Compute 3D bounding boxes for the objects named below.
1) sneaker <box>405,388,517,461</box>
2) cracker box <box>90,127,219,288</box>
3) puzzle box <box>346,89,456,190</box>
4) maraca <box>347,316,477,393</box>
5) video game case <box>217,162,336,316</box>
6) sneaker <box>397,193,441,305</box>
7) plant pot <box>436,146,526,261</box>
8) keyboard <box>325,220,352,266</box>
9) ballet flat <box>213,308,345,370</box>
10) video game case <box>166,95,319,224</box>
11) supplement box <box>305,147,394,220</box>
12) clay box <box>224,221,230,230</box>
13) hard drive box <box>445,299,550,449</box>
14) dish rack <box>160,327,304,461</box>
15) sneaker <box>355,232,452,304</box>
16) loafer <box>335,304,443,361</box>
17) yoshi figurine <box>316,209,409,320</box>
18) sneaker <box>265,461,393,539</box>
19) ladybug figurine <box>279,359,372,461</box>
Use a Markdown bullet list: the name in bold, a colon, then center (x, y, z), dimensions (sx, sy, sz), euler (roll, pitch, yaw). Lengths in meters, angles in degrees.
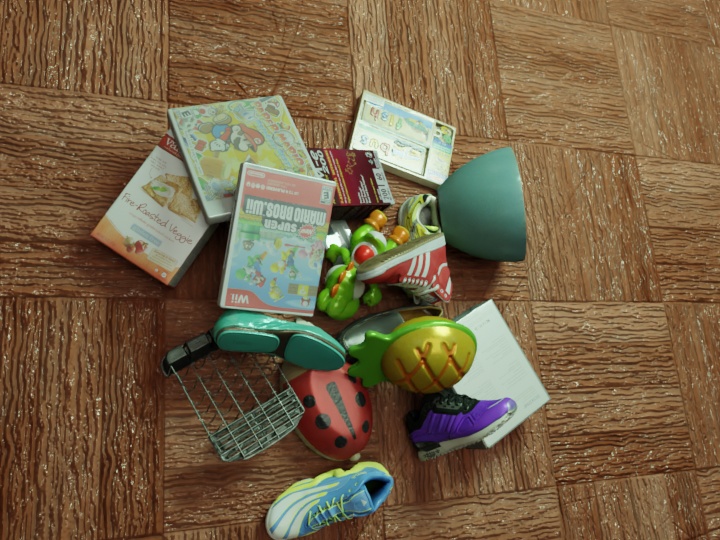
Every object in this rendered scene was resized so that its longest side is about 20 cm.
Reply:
- **sneaker**: center (0.144, 0.222, 0.947), dimensions (0.069, 0.200, 0.100), euler (-12, 71, -52)
- **cracker box**: center (-0.283, -0.093, 0.914), dimensions (0.134, 0.058, 0.200), euler (33, 79, -2)
- **puzzle box**: center (0.078, -0.241, 1.138), dimensions (0.199, 0.025, 0.134), euler (18, 70, -16)
- **maraca**: center (0.079, 0.129, 0.919), dimensions (0.199, 0.138, 0.107), euler (-3, 35, -8)
- **video game case**: center (-0.116, -0.040, 0.862), dimensions (0.143, 0.017, 0.201), euler (8, 95, -29)
- **sneaker**: center (0.105, -0.040, 1.064), dimensions (0.075, 0.076, 0.201), euler (0, 76, -22)
- **plant pot**: center (0.207, -0.107, 1.076), dimensions (0.134, 0.200, 0.201), euler (-8, 76, 7)
- **keyboard**: center (-0.049, -0.074, 1.053), dimensions (0.056, 0.011, 0.201), euler (-25, 85, -19)
- **ballet flat**: center (-0.113, 0.092, 0.885), dimensions (0.199, 0.067, 0.071), euler (14, 36, -19)
- **video game case**: center (-0.169, -0.171, 0.902), dimensions (0.181, 0.023, 0.200), euler (-15, 66, -25)
- **supplement box**: center (-0.048, -0.143, 1.013), dimensions (0.199, 0.061, 0.109), euler (-8, 73, -38)
- **clay box**: center (-0.155, -0.081, 0.993), dimensions (0.115, 0.048, 0.200), euler (-28, 88, -23)
- **hard drive box**: center (0.203, 0.176, 1.039), dimensions (0.156, 0.077, 0.200), euler (-28, 86, -25)
- **dish rack**: center (-0.182, 0.171, 0.890), dimensions (0.153, 0.055, 0.200), euler (-28, 75, -24)
- **sneaker**: center (0.078, 0.016, 0.960), dimensions (0.200, 0.071, 0.113), euler (-23, 103, -43)
- **loafer**: center (0.049, 0.092, 0.986), dimensions (0.200, 0.072, 0.073), euler (-19, 76, -37)
- **yoshi figurine**: center (-0.006, 0.004, 1.006), dimensions (0.200, 0.112, 0.112), euler (-52, 127, -27)
- **sneaker**: center (-0.039, 0.333, 0.888), dimensions (0.199, 0.105, 0.076), euler (-20, 83, -25)
- **ladybug figurine**: center (-0.046, 0.201, 0.941), dimensions (0.135, 0.072, 0.200), euler (-28, 86, -25)
